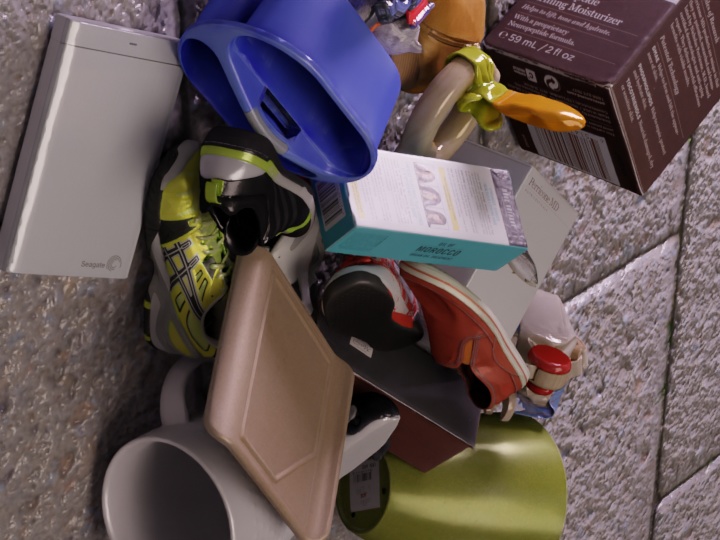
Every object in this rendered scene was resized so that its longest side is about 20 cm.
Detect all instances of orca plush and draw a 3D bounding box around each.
[{"bbox_3d":[-0.033,0.164,1.723,0.104,0.071,0.200,-16,154,-30],"label":"orca plush"}]

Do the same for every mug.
[{"bbox_3d":[-0.124,0.169,1.595,0.175,0.147,0.202,-20,100,-55],"label":"mug"}]

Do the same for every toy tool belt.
[{"bbox_3d":[0.174,0.106,1.893,0.124,0.200,0.124,14,113,-9],"label":"toy tool belt"}]

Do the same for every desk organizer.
[{"bbox_3d":[0.017,0.110,1.731,0.199,0.077,0.072,33,47,-21],"label":"desk organizer"}]

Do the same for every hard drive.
[{"bbox_3d":[-0.211,-0.094,1.424,0.131,0.027,0.202,4,107,-52],"label":"hard drive"}]

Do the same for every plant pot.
[{"bbox_3d":[0.078,0.230,1.856,0.199,0.187,0.189,10,102,-36],"label":"plant pot"}]

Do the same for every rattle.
[{"bbox_3d":[0.093,-0.093,1.667,0.201,0.142,0.130,-57,180,1],"label":"rattle"}]

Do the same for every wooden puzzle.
[{"bbox_3d":[-0.070,0.107,1.519,0.200,0.037,0.186,54,36,-46],"label":"wooden puzzle"}]

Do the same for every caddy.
[{"bbox_3d":[-0.058,-0.149,1.447,0.200,0.140,0.106,49,57,-41],"label":"caddy"}]

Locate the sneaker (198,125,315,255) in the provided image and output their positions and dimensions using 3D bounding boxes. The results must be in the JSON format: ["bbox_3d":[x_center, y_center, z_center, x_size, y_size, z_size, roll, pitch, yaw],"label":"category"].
[{"bbox_3d":[-0.094,-0.050,1.466,0.200,0.071,0.084,47,54,-66],"label":"sneaker"}]

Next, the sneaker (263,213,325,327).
[{"bbox_3d":[-0.082,0.007,1.605,0.088,0.074,0.202,2,97,-50],"label":"sneaker"}]

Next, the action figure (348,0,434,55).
[{"bbox_3d":[0.011,-0.272,1.489,0.200,0.104,0.195,-40,115,-58],"label":"action figure"}]

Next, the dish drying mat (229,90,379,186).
[{"bbox_3d":[-0.047,-0.121,1.568,0.200,0.018,0.077,42,66,-34],"label":"dish drying mat"}]

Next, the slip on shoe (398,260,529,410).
[{"bbox_3d":[0.090,0.059,1.660,0.061,0.074,0.200,-47,130,-12],"label":"slip on shoe"}]

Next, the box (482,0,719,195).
[{"bbox_3d":[0.257,-0.218,1.811,0.200,0.165,0.165,-50,140,-20],"label":"box"}]

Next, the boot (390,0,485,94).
[{"bbox_3d":[0.070,-0.260,1.650,0.144,0.070,0.203,-15,126,-52],"label":"boot"}]

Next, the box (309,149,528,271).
[{"bbox_3d":[0.052,-0.054,1.587,0.199,0.049,0.083,7,60,-37],"label":"box"}]

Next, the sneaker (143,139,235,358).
[{"bbox_3d":[-0.134,-0.017,1.506,0.075,0.076,0.202,-48,148,-50],"label":"sneaker"}]

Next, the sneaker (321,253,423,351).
[{"bbox_3d":[-0.001,0.000,1.631,0.067,0.109,0.201,-21,160,12],"label":"sneaker"}]

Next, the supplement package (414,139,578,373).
[{"bbox_3d":[0.104,-0.011,1.779,0.117,0.117,0.201,36,80,-50],"label":"supplement package"}]
